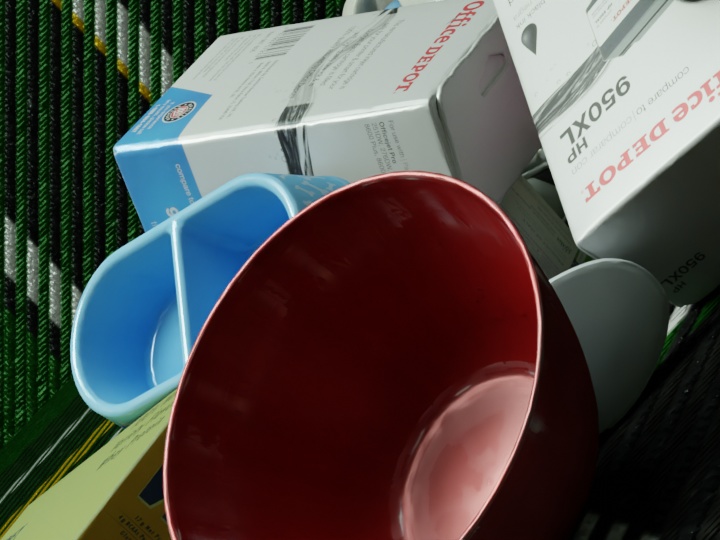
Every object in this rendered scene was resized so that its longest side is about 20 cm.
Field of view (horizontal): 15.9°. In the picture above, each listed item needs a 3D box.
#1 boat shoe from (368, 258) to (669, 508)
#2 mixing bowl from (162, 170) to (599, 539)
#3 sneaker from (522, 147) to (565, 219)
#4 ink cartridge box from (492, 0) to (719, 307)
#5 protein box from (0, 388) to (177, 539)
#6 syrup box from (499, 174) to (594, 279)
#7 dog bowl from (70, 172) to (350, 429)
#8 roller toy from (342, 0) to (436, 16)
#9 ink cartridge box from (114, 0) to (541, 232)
[{"bbox_3d":[0.062,0.073,1.186,0.200,0.072,0.068,-51,9,4],"label":"boat shoe"},{"bbox_3d":[0.026,0.070,1.077,0.199,0.108,0.202,-22,54,34],"label":"mixing bowl"},{"bbox_3d":[0.082,-0.020,1.581,0.199,0.080,0.074,-29,-1,-3],"label":"sneaker"},{"bbox_3d":[0.154,-0.107,1.228,0.145,0.084,0.201,-42,41,27],"label":"ink cartridge box"},{"bbox_3d":[-0.119,0.185,1.270,0.198,0.135,0.200,-38,11,43],"label":"protein box"},{"bbox_3d":[0.057,0.026,1.386,0.079,0.082,0.200,-37,11,27],"label":"syrup box"},{"bbox_3d":[-0.076,0.019,1.325,0.199,0.049,0.112,-29,57,38],"label":"dog bowl"},{"bbox_3d":[0.085,-0.167,1.857,0.140,0.182,0.200,-47,5,25],"label":"roller toy"},{"bbox_3d":[-0.010,-0.076,1.409,0.199,0.085,0.145,-7,27,30],"label":"ink cartridge box"}]
